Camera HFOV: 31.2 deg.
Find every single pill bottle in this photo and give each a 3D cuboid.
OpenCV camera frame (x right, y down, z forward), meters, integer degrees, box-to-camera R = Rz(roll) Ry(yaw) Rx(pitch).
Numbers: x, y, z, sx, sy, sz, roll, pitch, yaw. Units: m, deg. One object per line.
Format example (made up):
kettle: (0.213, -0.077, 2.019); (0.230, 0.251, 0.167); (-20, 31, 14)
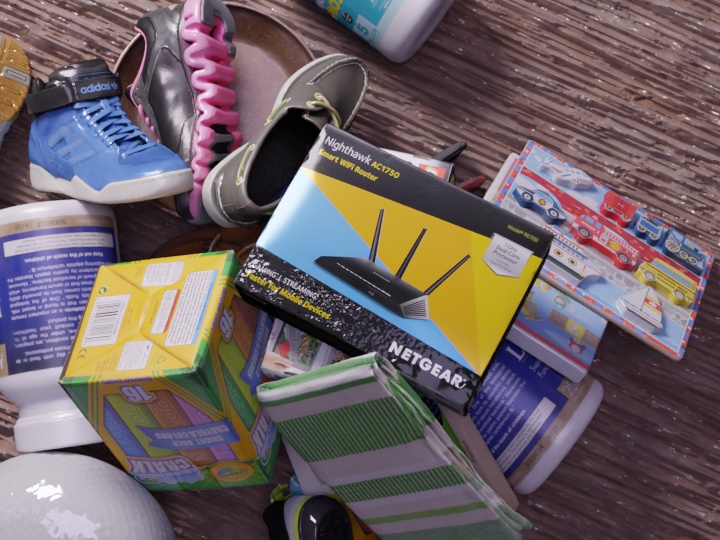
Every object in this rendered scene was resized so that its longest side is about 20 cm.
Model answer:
pill bottle: (-0.011, -0.283, 1.138); (0.200, 0.111, 0.111); (37, 84, 3)
pill bottle: (-0.253, 0.049, 1.089); (0.115, 0.116, 0.201); (-8, 83, -3)
pill bottle: (0.094, 0.085, 1.088); (0.200, 0.116, 0.116); (37, 84, 6)

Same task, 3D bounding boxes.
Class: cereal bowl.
cereal bowl: (-0.248, 0.253, 1.043); (0.199, 0.083, 0.201); (1, 112, 2)

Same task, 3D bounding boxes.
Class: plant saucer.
plant saucer: (-0.127, -0.139, 1.155); (0.199, 0.037, 0.202); (0, 84, -3)

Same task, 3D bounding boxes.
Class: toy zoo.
toy zoo: (0.018, 0.169, 1.078); (0.199, 0.020, 0.132); (-24, 102, 35)

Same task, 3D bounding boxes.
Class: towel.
towel: (0.022, 0.148, 1.000); (0.200, 0.152, 0.023); (49, 48, -21)

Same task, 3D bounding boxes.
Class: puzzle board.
puzzle board: (0.210, -0.023, 1.117); (0.199, 0.017, 0.151); (32, 43, 1)

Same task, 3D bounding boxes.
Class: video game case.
video game case: (0.156, -0.008, 1.098); (0.143, 0.017, 0.200); (33, 44, 1)

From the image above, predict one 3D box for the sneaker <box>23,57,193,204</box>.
sneaker: (-0.215, -0.119, 1.072); (0.077, 0.199, 0.112); (-14, 107, -40)

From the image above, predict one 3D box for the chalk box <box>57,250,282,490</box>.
chalk box: (-0.133, 0.099, 1.051); (0.123, 0.200, 0.125); (-7, 47, 20)

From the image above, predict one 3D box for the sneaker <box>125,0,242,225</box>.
sneaker: (-0.157, -0.137, 1.110); (0.095, 0.079, 0.201); (-4, 83, 20)

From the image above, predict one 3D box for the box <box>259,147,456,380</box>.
box: (0.000, 0.000, 1.033); (0.110, 0.035, 0.201); (13, 76, 11)

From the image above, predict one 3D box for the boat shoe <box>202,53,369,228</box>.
boat shoe: (-0.050, -0.113, 1.087); (0.072, 0.060, 0.202); (52, 61, -22)

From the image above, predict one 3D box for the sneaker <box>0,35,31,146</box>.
sneaker: (-0.348, -0.114, 1.127); (0.075, 0.088, 0.201); (22, 59, -20)

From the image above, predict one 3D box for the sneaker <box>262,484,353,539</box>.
sneaker: (-0.046, 0.283, 1.107); (0.083, 0.072, 0.201); (-1, 93, 36)

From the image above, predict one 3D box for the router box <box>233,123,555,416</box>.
router box: (0.026, -0.002, 0.983); (0.199, 0.051, 0.150); (27, 77, 11)

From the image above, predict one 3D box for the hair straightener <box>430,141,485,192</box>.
hair straightener: (0.009, -0.068, 1.156); (0.199, 0.041, 0.077); (-26, 85, 0)

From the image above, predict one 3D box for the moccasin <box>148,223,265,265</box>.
moccasin: (-0.088, 0.006, 1.105); (0.200, 0.078, 0.074); (7, 119, 10)
